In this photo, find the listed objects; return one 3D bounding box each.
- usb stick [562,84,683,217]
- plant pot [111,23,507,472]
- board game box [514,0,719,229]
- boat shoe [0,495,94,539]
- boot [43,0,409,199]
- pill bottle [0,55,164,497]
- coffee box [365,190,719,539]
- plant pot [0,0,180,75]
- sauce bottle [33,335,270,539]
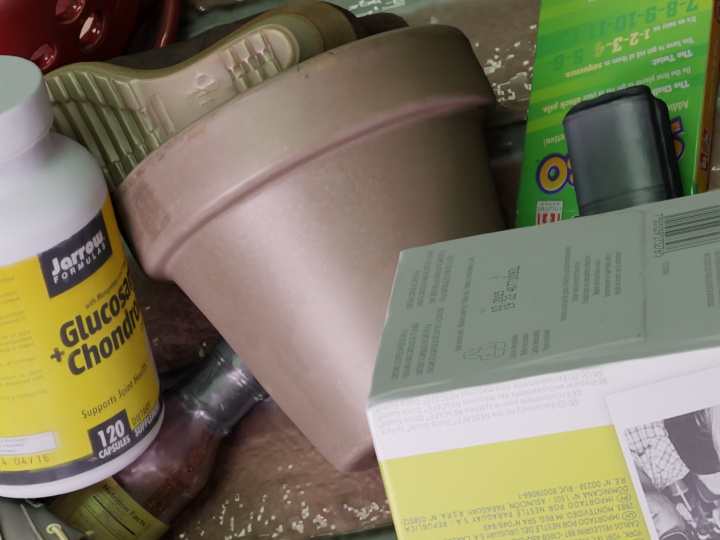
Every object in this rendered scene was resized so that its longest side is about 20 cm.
[{"bbox_3d":[0.140,0.009,1.454,0.055,0.033,0.200,-14,78,22],"label":"usb stick"},{"bbox_3d":[0.000,0.000,1.467,0.200,0.200,0.175,-29,79,13],"label":"plant pot"},{"bbox_3d":[0.136,-0.104,1.520,0.095,0.030,0.200,0,70,25],"label":"board game box"},{"bbox_3d":[-0.153,0.158,1.453,0.060,0.072,0.202,-9,31,-21],"label":"boat shoe"},{"bbox_3d":[-0.081,-0.086,1.543,0.200,0.166,0.072,-19,89,20],"label":"boot"},{"bbox_3d":[-0.169,0.002,1.445,0.112,0.200,0.112,-10,29,6],"label":"pill bottle"},{"bbox_3d":[0.126,0.094,1.296,0.200,0.200,0.198,-10,108,10],"label":"coffee box"},{"bbox_3d":[-0.211,-0.162,1.612,0.200,0.182,0.201,-8,69,22],"label":"plant pot"},{"bbox_3d":[-0.122,0.113,1.542,0.200,0.066,0.066,-45,60,1],"label":"sauce bottle"}]
